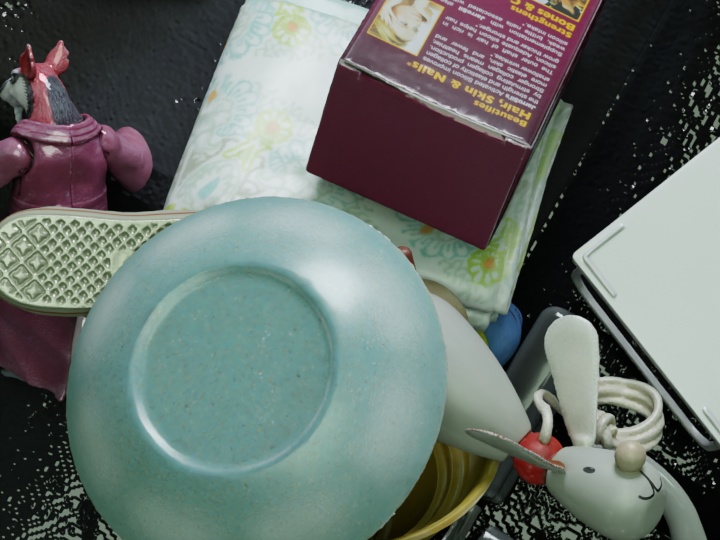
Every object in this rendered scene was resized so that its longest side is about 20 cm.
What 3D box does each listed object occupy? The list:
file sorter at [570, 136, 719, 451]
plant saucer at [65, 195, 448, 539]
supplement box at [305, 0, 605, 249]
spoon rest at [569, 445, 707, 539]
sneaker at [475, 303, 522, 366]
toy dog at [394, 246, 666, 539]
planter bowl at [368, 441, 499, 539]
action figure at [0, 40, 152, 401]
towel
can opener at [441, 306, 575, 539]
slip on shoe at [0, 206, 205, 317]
[{"bbox_3d":[0.233,-0.010,1.424,0.200,0.125,0.139,-38,86,-3],"label":"file sorter"},{"bbox_3d":[-0.058,0.053,1.268,0.200,0.039,0.202,-5,71,14],"label":"plant saucer"},{"bbox_3d":[0.061,-0.121,1.395,0.110,0.086,0.200,25,47,4],"label":"supplement box"},{"bbox_3d":[0.177,0.184,1.436,0.060,0.099,0.201,-21,73,-19],"label":"spoon rest"},{"bbox_3d":[0.000,0.000,1.462,0.200,0.078,0.066,29,124,11],"label":"sneaker"},{"bbox_3d":[0.068,0.053,1.307,0.199,0.132,0.097,15,130,6],"label":"toy dog"},{"bbox_3d":[-0.028,0.104,1.367,0.199,0.201,0.084,10,130,1],"label":"planter bowl"},{"bbox_3d":[-0.172,-0.026,1.411,0.133,0.149,0.201,-11,115,-19],"label":"action figure"},{"bbox_3d":[0.007,-0.065,1.429,0.199,0.048,0.172,17,53,1],"label":"towel"},{"bbox_3d":[0.081,0.117,1.452,0.066,0.053,0.201,26,84,13],"label":"can opener"},{"bbox_3d":[-0.099,0.003,1.359,0.199,0.061,0.074,7,89,-9],"label":"slip on shoe"}]
